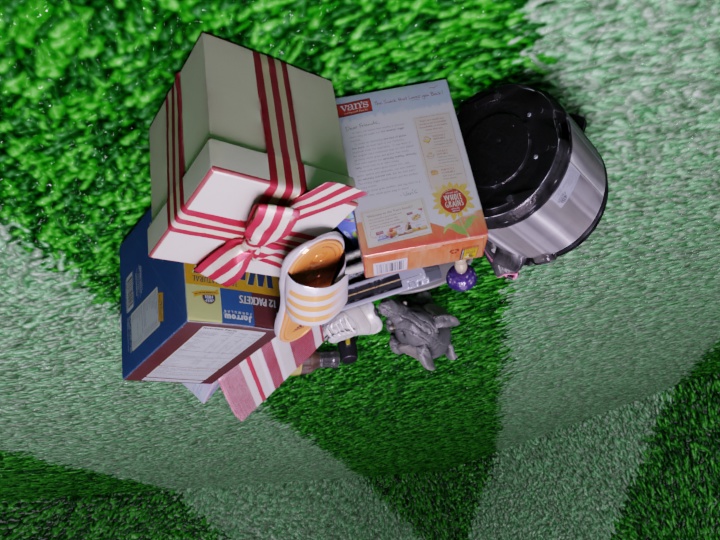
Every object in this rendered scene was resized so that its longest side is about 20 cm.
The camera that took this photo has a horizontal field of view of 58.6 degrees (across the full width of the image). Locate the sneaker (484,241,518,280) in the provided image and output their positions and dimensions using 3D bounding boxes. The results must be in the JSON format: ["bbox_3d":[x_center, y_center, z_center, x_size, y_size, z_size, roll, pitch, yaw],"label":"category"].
[{"bbox_3d":[0.216,-0.035,0.974,0.077,0.098,0.200,-14,-176,17],"label":"sneaker"}]

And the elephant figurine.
[{"bbox_3d":[0.109,0.112,1.176,0.151,0.145,0.200,-8,179,-1],"label":"elephant figurine"}]

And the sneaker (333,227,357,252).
[{"bbox_3d":[-0.062,-0.035,0.935,0.076,0.077,0.198,-28,155,38],"label":"sneaker"}]

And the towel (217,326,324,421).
[{"bbox_3d":[-0.139,0.135,1.024,0.200,0.023,0.145,-42,150,-25],"label":"towel"}]

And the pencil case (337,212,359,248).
[{"bbox_3d":[-0.009,-0.095,0.840,0.085,0.080,0.200,12,164,25],"label":"pencil case"}]

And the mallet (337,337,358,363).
[{"bbox_3d":[-0.028,0.112,1.312,0.040,0.067,0.202,-8,139,-7],"label":"mallet"}]

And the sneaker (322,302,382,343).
[{"bbox_3d":[-0.027,0.097,1.152,0.080,0.076,0.199,-29,-177,-28],"label":"sneaker"}]

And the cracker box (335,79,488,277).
[{"bbox_3d":[0.051,-0.104,0.704,0.131,0.204,0.058,-9,156,-1],"label":"cracker box"}]

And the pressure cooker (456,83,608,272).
[{"bbox_3d":[0.205,-0.106,0.788,0.174,0.182,0.198,-30,148,30],"label":"pressure cooker"}]

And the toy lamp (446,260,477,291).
[{"bbox_3d":[0.144,-0.057,0.957,0.057,0.059,0.202,-11,136,2],"label":"toy lamp"}]

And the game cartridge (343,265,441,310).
[{"bbox_3d":[0.024,0.029,1.007,0.196,0.041,0.133,-18,174,18],"label":"game cartridge"}]

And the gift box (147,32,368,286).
[{"bbox_3d":[-0.103,-0.100,0.669,0.196,0.190,0.184,8,149,-31],"label":"gift box"}]

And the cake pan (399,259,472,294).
[{"bbox_3d":[0.091,-0.019,1.082,0.195,0.037,0.201,-9,154,-4],"label":"cake pan"}]

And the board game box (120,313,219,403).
[{"bbox_3d":[-0.297,0.106,1.033,0.043,0.199,0.200,-46,177,-35],"label":"board game box"}]

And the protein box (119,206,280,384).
[{"bbox_3d":[-0.218,0.020,0.851,0.133,0.202,0.199,10,147,-39],"label":"protein box"}]

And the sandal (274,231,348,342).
[{"bbox_3d":[-0.048,0.036,0.712,0.078,0.060,0.208,-25,154,-27],"label":"sandal"}]

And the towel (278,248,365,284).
[{"bbox_3d":[0.000,0.000,0.935,0.197,0.035,0.191,-21,171,27],"label":"towel"}]

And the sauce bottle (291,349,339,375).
[{"bbox_3d":[-0.143,0.196,1.395,0.196,0.066,0.065,2,152,-24],"label":"sauce bottle"}]
